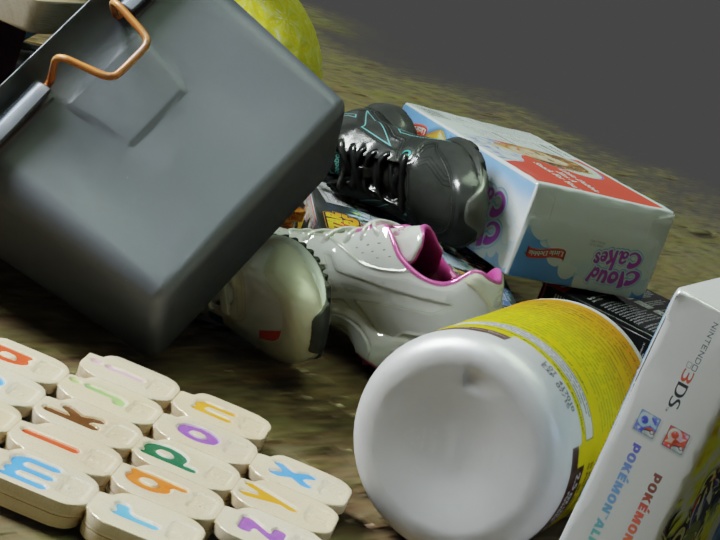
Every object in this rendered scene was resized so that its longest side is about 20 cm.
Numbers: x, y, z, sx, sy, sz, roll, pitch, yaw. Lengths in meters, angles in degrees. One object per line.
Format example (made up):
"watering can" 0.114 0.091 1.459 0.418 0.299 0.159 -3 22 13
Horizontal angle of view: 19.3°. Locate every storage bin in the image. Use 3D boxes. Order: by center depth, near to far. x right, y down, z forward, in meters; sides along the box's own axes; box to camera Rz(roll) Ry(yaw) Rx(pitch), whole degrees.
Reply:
"storage bin" -0.106 -0.064 1.108 0.134 0.200 0.146 37 -24 10

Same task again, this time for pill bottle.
"pill bottle" 0.081 0.073 1.064 0.109 0.110 0.200 26 15 19

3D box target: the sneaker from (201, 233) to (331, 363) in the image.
"sneaker" -0.097 0.001 1.190 0.093 0.071 0.200 -11 32 -33

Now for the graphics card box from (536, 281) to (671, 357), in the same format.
"graphics card box" 0.221 0.065 1.414 0.200 0.051 0.125 26 15 23

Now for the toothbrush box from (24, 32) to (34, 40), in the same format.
"toothbrush box" -0.271 -0.210 1.422 0.146 0.086 0.200 -34 30 -31

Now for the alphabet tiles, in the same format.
"alphabet tiles" -0.102 0.083 0.956 0.195 0.015 0.200 22 14 2

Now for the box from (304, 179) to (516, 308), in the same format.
"box" 0.026 -0.007 1.418 0.136 0.040 0.200 18 15 -10

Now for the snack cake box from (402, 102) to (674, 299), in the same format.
"snack cake box" 0.111 -0.050 1.464 0.115 0.067 0.200 12 13 -29

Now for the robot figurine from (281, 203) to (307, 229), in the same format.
"robot figurine" -0.109 -0.083 1.364 0.145 0.058 0.200 0 44 -45

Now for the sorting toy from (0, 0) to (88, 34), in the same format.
"sorting toy" -0.204 -0.201 1.190 0.198 0.070 0.200 25 14 18

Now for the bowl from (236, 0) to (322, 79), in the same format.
"bowl" -0.111 -0.183 1.533 0.199 0.108 0.200 16 -23 7

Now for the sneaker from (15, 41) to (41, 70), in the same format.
"sneaker" -0.194 -0.107 1.430 0.199 0.075 0.116 6 23 -16

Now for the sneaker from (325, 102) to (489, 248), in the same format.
"sneaker" 0.019 -0.062 1.421 0.079 0.076 0.200 -2 17 -26

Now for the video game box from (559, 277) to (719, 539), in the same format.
"video game box" 0.156 0.088 0.969 0.047 0.183 0.200 27 16 22

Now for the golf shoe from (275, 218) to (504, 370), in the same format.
"golf shoe" 0.000 0.000 1.246 0.200 0.092 0.075 28 18 20

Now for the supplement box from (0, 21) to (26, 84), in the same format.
"supplement box" -0.295 -0.139 1.151 0.199 0.086 0.110 22 14 3
